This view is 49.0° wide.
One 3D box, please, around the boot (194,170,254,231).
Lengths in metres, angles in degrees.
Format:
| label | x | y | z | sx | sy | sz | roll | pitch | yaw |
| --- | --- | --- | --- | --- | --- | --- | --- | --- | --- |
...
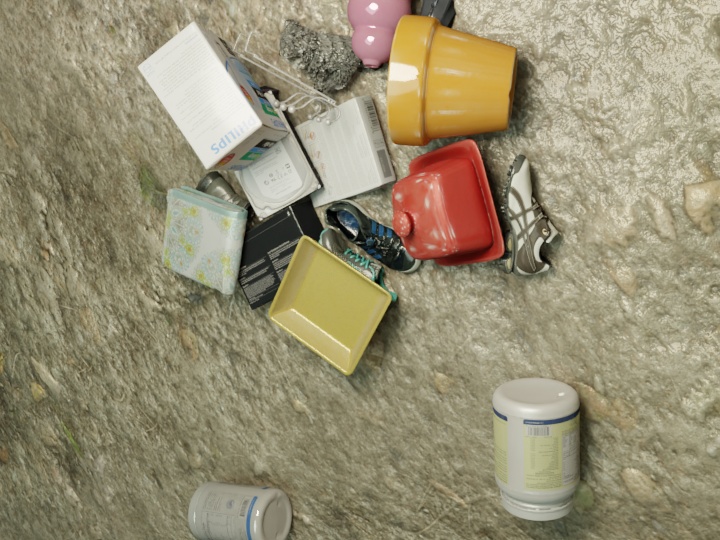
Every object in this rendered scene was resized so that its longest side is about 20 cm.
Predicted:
| label | x | y | z | sx | sy | sz | roll | pitch | yaw |
| --- | --- | --- | --- | --- | --- | --- | --- | --- | --- |
| boot | -0.306 | -0.093 | 1.628 | 0.131 | 0.068 | 0.201 | 44 | 119 | 14 |

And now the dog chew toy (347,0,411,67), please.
| label | x | y | z | sx | sy | sz | roll | pitch | yaw |
| --- | --- | --- | --- | --- | --- | --- | --- | --- | --- |
| dog chew toy | 0.032 | -0.435 | 1.292 | 0.123 | 0.124 | 0.203 | 10 | 92 | 28 |

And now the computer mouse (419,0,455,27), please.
| label | x | y | z | sx | sy | sz | roll | pitch | yaw |
| --- | --- | --- | --- | --- | --- | --- | --- | --- | --- |
| computer mouse | 0.134 | -0.467 | 1.292 | 0.058 | 0.034 | 0.202 | 24 | 113 | 25 |

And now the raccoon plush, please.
| label | x | y | z | sx | sy | sz | roll | pitch | yaw |
| --- | --- | --- | --- | --- | --- | --- | --- | --- | --- |
| raccoon plush | -0.045 | -0.393 | 1.351 | 0.198 | 0.134 | 0.098 | -22 | 66 | 19 |

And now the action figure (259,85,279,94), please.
| label | x | y | z | sx | sy | sz | roll | pitch | yaw |
| --- | --- | --- | --- | --- | --- | --- | --- | --- | --- |
| action figure | -0.215 | -0.260 | 1.533 | 0.129 | 0.069 | 0.202 | 18 | 114 | 20 |

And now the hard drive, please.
| label | x | y | z | sx | sy | sz | roll | pitch | yaw |
| --- | --- | --- | --- | --- | --- | --- | --- | --- | --- |
| hard drive | -0.174 | -0.213 | 1.473 | 0.139 | 0.038 | 0.202 | -26 | 96 | 12 |

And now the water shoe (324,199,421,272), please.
| label | x | y | z | sx | sy | sz | roll | pitch | yaw |
| --- | --- | --- | --- | --- | --- | --- | --- | --- | --- |
| water shoe | 0.017 | -0.055 | 1.439 | 0.199 | 0.079 | 0.072 | 34 | 117 | 19 |

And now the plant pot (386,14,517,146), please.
| label | x | y | z | sx | sy | sz | roll | pitch | yaw |
| --- | --- | --- | --- | --- | --- | --- | --- | --- | --- |
| plant pot | 0.150 | -0.294 | 1.247 | 0.181 | 0.200 | 0.203 | 7 | 107 | 13 |

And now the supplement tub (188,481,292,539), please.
| label | x | y | z | sx | sy | sz | roll | pitch | yaw |
| --- | --- | --- | --- | --- | --- | --- | --- | --- | --- |
| supplement tub | -0.261 | 0.534 | 1.724 | 0.198 | 0.132 | 0.134 | -3 | 101 | 32 |

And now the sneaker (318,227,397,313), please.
| label | x | y | z | sx | sy | sz | roll | pitch | yaw |
| --- | --- | --- | --- | --- | --- | --- | --- | --- | --- |
| sneaker | 0.000 | 0.000 | 1.473 | 0.091 | 0.078 | 0.201 | -30 | 96 | 29 |

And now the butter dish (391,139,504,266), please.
| label | x | y | z | sx | sy | sz | roll | pitch | yaw |
| --- | --- | --- | --- | --- | --- | --- | --- | --- | --- |
| butter dish | 0.117 | -0.093 | 1.306 | 0.199 | 0.147 | 0.202 | -8 | 100 | 58 |

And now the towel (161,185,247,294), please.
| label | x | y | z | sx | sy | sz | roll | pitch | yaw |
| --- | --- | --- | --- | --- | --- | --- | --- | --- | --- |
| towel | -0.312 | -0.064 | 1.568 | 0.198 | 0.048 | 0.173 | 21 | 112 | 29 |

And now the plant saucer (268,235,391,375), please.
| label | x | y | z | sx | sy | sz | roll | pitch | yaw |
| --- | --- | --- | --- | --- | --- | --- | --- | --- | --- |
| plant saucer | -0.052 | 0.059 | 1.447 | 0.199 | 0.048 | 0.201 | 34 | 121 | 11 |

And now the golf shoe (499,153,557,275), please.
| label | x | y | z | sx | sy | sz | roll | pitch | yaw |
| --- | --- | --- | --- | --- | --- | --- | --- | --- | --- |
| golf shoe | 0.277 | -0.090 | 1.288 | 0.093 | 0.078 | 0.202 | 5 | 112 | 18 |

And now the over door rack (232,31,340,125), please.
| label | x | y | z | sx | sy | sz | roll | pitch | yaw |
| --- | --- | --- | --- | --- | --- | --- | --- | --- | --- |
| over door rack | -0.137 | -0.320 | 1.354 | 0.199 | 0.148 | 0.067 | 37 | 91 | -23 |

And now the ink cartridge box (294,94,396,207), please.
| label | x | y | z | sx | sy | sz | roll | pitch | yaw |
| --- | --- | --- | --- | --- | --- | --- | --- | --- | --- |
| ink cartridge box | -0.034 | -0.215 | 1.463 | 0.199 | 0.050 | 0.164 | -12 | 97 | 50 |

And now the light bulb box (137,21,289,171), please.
| label | x | y | z | sx | sy | sz | roll | pitch | yaw |
| --- | --- | --- | --- | --- | --- | --- | --- | --- | --- |
| light bulb box | -0.243 | -0.287 | 1.348 | 0.124 | 0.198 | 0.201 | -35 | 91 | 10 |

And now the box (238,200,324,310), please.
| label | x | y | z | sx | sy | sz | roll | pitch | yaw |
| --- | --- | --- | --- | --- | --- | --- | --- | --- | --- |
| box | -0.157 | -0.029 | 1.550 | 0.199 | 0.079 | 0.142 | -26 | 92 | 33 |

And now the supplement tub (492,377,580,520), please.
| label | x | y | z | sx | sy | sz | roll | pitch | yaw |
| --- | --- | --- | --- | --- | --- | --- | --- | --- | --- |
| supplement tub | 0.295 | 0.297 | 1.325 | 0.143 | 0.145 | 0.203 | 4 | 104 | 30 |
